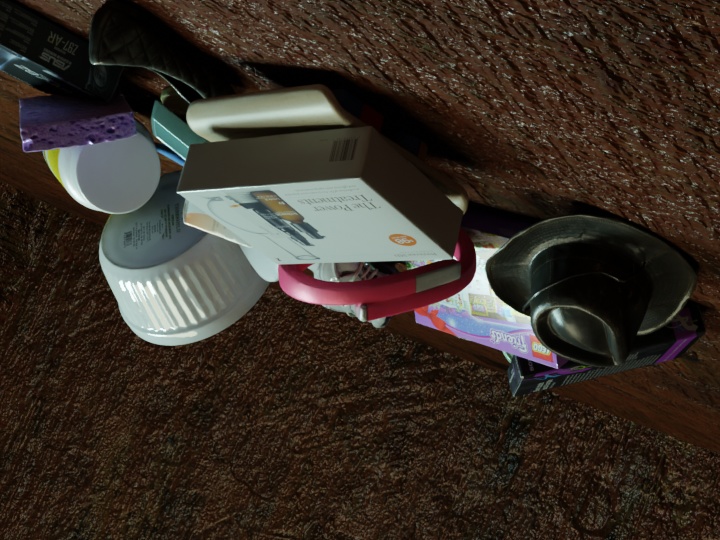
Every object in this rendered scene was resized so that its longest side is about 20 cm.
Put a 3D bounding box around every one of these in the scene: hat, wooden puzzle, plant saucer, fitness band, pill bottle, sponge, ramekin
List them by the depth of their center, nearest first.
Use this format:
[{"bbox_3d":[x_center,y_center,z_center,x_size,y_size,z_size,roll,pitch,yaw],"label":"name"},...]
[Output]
[{"bbox_3d":[-0.025,-0.107,1.193,0.184,0.047,0.199,0,155,44],"label":"wooden puzzle"},{"bbox_3d":[0.208,0.036,1.228,0.198,0.082,0.201,4,147,3],"label":"hat"},{"bbox_3d":[0.018,-0.007,1.318,0.198,0.038,0.144,-14,-151,-23],"label":"fitness band"},{"bbox_3d":[-0.180,-0.131,1.361,0.070,0.019,0.200,39,176,-7],"label":"plant saucer"},{"bbox_3d":[-0.294,-0.158,1.411,0.110,0.030,0.200,-10,-163,-12],"label":"sponge"},{"bbox_3d":[-0.295,-0.132,1.568,0.113,0.115,0.200,24,-175,-25],"label":"pill bottle"},{"bbox_3d":[-0.204,-0.024,1.572,0.199,0.201,0.106,17,148,38],"label":"ramekin"}]

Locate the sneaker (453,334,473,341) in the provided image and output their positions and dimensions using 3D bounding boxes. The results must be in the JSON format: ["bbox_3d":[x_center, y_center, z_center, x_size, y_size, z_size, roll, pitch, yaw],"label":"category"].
[{"bbox_3d":[0.178,0.038,1.484,0.199,0.079,0.090,-13,161,41],"label":"sneaker"}]

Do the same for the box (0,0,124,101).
[{"bbox_3d":[-0.357,-0.234,1.374,0.199,0.044,0.159,27,173,-39],"label":"box"}]

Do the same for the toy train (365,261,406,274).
[{"bbox_3d":[0.001,-0.050,1.572,0.114,0.086,0.200,37,171,-19],"label":"toy train"}]

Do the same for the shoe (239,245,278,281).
[{"bbox_3d":[-0.111,-0.091,1.503,0.201,0.091,0.071,59,143,2],"label":"shoe"}]

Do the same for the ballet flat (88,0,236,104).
[{"bbox_3d":[-0.171,-0.171,1.193,0.066,0.057,0.200,19,173,33],"label":"ballet flat"}]

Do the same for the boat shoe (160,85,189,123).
[{"bbox_3d":[-0.112,-0.126,1.343,0.199,0.064,0.073,21,174,9],"label":"boat shoe"}]

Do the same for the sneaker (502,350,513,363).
[{"bbox_3d":[0.221,0.063,1.544,0.198,0.119,0.074,19,173,19],"label":"sneaker"}]

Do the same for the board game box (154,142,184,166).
[{"bbox_3d":[-0.151,-0.124,1.622,0.157,0.039,0.199,18,173,39],"label":"board game box"}]

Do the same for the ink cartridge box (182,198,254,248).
[{"bbox_3d":[-0.055,-0.064,1.371,0.198,0.051,0.162,23,-148,8],"label":"ink cartridge box"}]

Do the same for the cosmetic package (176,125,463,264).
[{"bbox_3d":[-0.034,-0.059,1.172,0.198,0.052,0.150,-2,157,37],"label":"cosmetic package"}]

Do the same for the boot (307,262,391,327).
[{"bbox_3d":[0.000,0.000,1.467,0.095,0.074,0.200,24,163,11],"label":"boot"}]

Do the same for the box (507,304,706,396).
[{"bbox_3d":[0.258,0.089,1.472,0.198,0.037,0.143,-15,166,-1],"label":"box"}]

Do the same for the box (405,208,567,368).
[{"bbox_3d":[0.128,0.009,1.401,0.039,0.138,0.199,-31,-148,-35],"label":"box"}]
